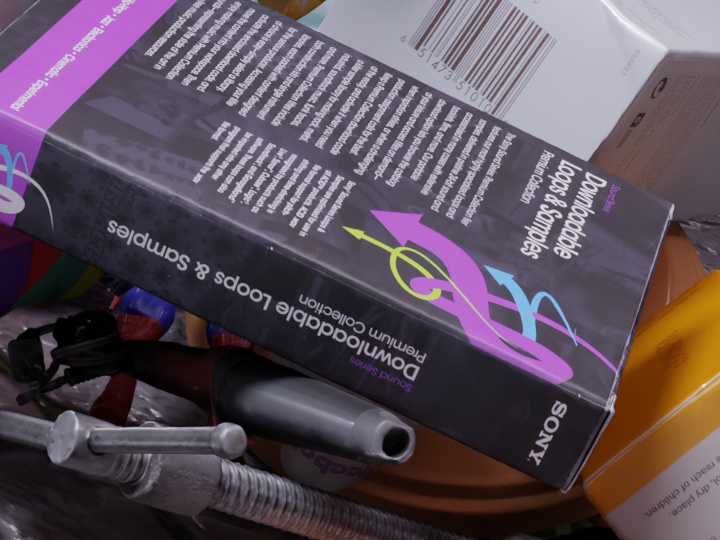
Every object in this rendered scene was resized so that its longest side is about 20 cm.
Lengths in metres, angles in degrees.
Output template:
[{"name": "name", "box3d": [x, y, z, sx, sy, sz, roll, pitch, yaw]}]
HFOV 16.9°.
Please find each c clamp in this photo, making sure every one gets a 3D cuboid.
[{"name": "c clamp", "box3d": [-0.018, 0.071, 0.690, 0.199, 0.027, 0.170, 22, -12, -40]}]

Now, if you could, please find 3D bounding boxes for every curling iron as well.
[{"name": "curling iron", "box3d": [-0.043, 0.037, 0.685, 0.049, 0.026, 0.200, -15, 15, -31]}]

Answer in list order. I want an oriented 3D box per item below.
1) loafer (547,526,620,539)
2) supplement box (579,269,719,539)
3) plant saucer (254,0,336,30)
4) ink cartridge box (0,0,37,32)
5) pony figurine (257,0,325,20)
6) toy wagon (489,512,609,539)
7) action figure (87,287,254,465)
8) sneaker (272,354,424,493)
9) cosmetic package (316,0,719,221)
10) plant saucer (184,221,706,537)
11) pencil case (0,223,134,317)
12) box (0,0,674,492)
[{"name": "loafer", "box3d": [0.075, 0.133, 0.751, 0.201, 0.068, 0.071, -112, 180, -78]}, {"name": "supplement box", "box3d": [0.155, 0.107, 0.785, 0.200, 0.073, 0.126, 50, 9, -6]}, {"name": "plant saucer", "box3d": [-0.001, -0.118, 1.085, 0.199, 0.028, 0.200, 9, 12, -2]}, {"name": "ink cartridge box", "box3d": [-0.216, -0.106, 0.798, 0.200, 0.145, 0.085, 37, -17, 25]}, {"name": "pony figurine", "box3d": [-0.030, -0.170, 0.838, 0.193, 0.200, 0.167, 13, 40, -54]}, {"name": "toy wagon", "box3d": [0.080, 0.074, 0.951, 0.155, 0.040, 0.200, 11, 25, -45]}, {"name": "action figure", "box3d": [-0.053, -0.010, 0.847, 0.065, 0.052, 0.201, 8, 47, 3]}, {"name": "sneaker", "box3d": [0.000, 0.000, 0.822, 0.075, 0.100, 0.200, 28, 24, -8]}, {"name": "cosmetic package", "box3d": [0.083, -0.078, 0.869, 0.113, 0.081, 0.200, 42, 19, 20]}, {"name": "plant saucer", "box3d": [0.035, 0.007, 0.895, 0.199, 0.038, 0.201, 3, 49, -4]}, {"name": "pencil case", "box3d": [-0.150, -0.006, 0.697, 0.088, 0.089, 0.200, 36, 30, 22]}, {"name": "box", "box3d": [-0.012, -0.022, 0.701, 0.199, 0.036, 0.143, 25, 28, 4]}]
